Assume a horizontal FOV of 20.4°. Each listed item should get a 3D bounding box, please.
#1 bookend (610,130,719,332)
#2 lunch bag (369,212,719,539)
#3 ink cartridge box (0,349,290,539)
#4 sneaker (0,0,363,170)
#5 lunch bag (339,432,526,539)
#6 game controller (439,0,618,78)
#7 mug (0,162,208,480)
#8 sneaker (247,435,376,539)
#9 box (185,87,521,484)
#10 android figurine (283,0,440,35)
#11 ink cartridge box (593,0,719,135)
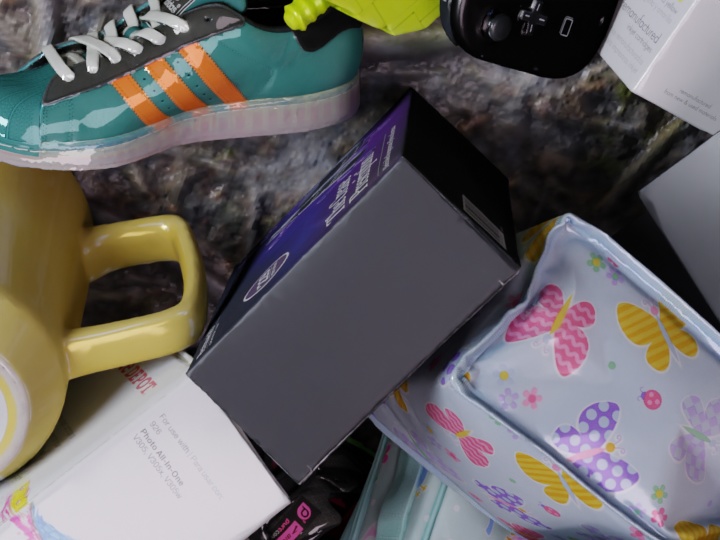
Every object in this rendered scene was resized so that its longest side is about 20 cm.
[{"bbox_3d":[0.192,-0.012,0.993,0.198,0.093,0.200,-38,169,30],"label":"bookend"},{"bbox_3d":[0.114,0.083,0.972,0.200,0.169,0.128,38,75,-11],"label":"lunch bag"},{"bbox_3d":[-0.146,0.125,0.959,0.200,0.145,0.088,-39,105,-9],"label":"ink cartridge box"},{"bbox_3d":[-0.094,-0.104,0.954,0.198,0.071,0.081,-12,123,-20],"label":"sneaker"},{"bbox_3d":[0.068,0.138,1.098,0.160,0.077,0.201,35,63,-33],"label":"lunch bag"},{"bbox_3d":[0.102,-0.189,0.927,0.104,0.042,0.202,11,104,-35],"label":"game controller"},{"bbox_3d":[-0.182,0.014,0.931,0.186,0.154,0.150,-36,119,12],"label":"mug"},{"bbox_3d":[-0.048,0.111,1.090,0.199,0.084,0.077,26,110,-30],"label":"sneaker"},{"bbox_3d":[0.000,0.000,0.960,0.079,0.200,0.141,41,101,-7],"label":"box"},{"bbox_3d":[0.031,-0.193,0.929,0.200,0.041,0.182,-42,126,-8],"label":"android figurine"},{"bbox_3d":[0.189,-0.180,0.970,0.067,0.115,0.201,23,110,-29],"label":"ink cartridge box"}]
